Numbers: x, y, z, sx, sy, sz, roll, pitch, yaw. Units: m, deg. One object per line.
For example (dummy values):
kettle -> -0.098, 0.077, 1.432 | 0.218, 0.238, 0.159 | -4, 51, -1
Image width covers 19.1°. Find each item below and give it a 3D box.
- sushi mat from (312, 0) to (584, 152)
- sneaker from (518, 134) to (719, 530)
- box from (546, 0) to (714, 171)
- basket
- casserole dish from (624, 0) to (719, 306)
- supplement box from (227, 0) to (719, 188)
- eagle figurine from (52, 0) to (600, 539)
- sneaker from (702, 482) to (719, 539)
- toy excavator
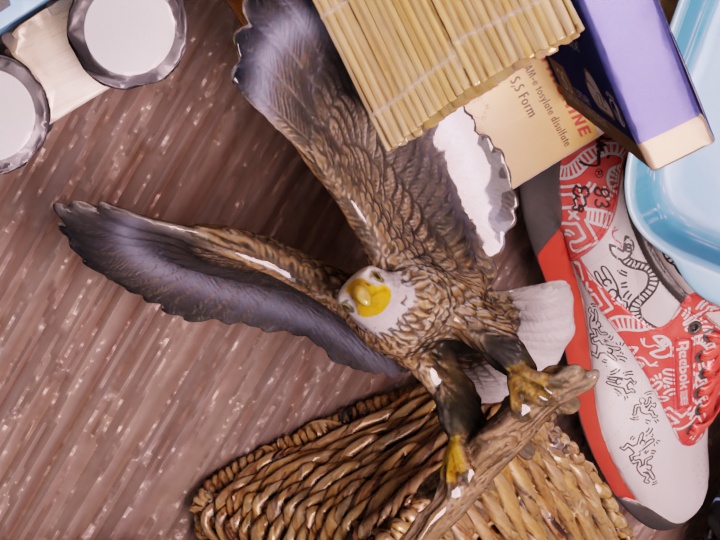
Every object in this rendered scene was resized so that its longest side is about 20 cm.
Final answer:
sushi mat -> 0.001, -0.153, 0.784 | 0.095, 0.012, 0.201 | -28, 87, 35
sneaker -> 0.149, 0.027, 0.956 | 0.107, 0.067, 0.203 | -8, 112, 32
box -> 0.068, -0.143, 0.798 | 0.032, 0.121, 0.201 | -24, 108, -2
basket -> 0.038, 0.154, 1.004 | 0.143, 0.148, 0.201 | -39, 116, -32
casserole dish -> 0.182, -0.080, 0.866 | 0.120, 0.039, 0.201 | 20, 97, 5
supplement box -> 0.059, -0.112, 0.910 | 0.199, 0.074, 0.126 | -32, 112, 0
eagle figurine -> 0.000, -0.002, 0.851 | 0.152, 0.151, 0.200 | -39, 79, -25
sneaker -> 0.184, 0.156, 1.016 | 0.077, 0.070, 0.201 | -18, 124, -7
toy excavator -> -0.188, -0.128, 0.855 | 0.194, 0.100, 0.201 | -31, 99, -1
